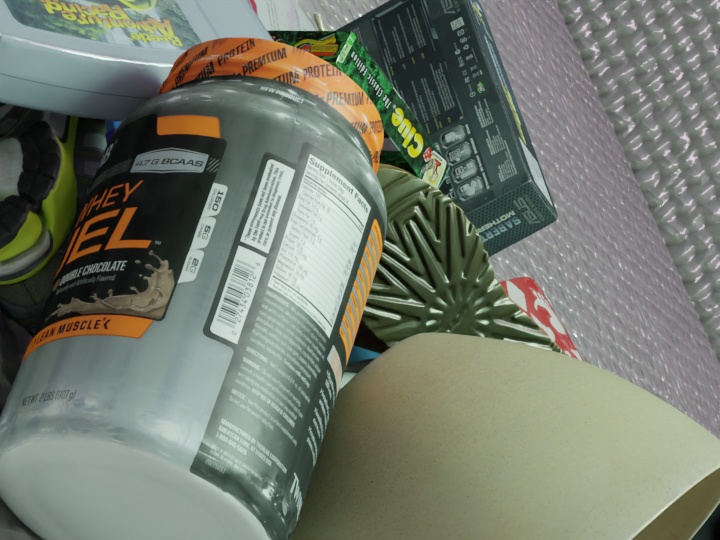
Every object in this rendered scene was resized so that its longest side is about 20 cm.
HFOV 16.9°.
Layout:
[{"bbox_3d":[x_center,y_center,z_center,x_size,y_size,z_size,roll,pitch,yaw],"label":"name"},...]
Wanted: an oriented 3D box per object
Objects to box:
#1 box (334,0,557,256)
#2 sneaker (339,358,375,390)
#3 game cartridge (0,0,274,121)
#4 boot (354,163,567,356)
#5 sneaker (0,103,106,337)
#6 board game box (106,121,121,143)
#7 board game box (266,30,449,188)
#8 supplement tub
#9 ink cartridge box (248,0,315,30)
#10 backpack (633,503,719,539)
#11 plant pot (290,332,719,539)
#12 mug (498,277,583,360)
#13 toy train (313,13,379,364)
[{"bbox_3d":[0.025,-0.080,1.546,0.051,0.157,0.201,49,19,-47],"label":"box"},{"bbox_3d":[-0.042,0.076,1.076,0.199,0.072,0.073,2,59,-47],"label":"sneaker"},{"bbox_3d":[-0.130,-0.118,1.052,0.199,0.041,0.134,3,44,-38],"label":"game cartridge"},{"bbox_3d":[0.000,0.000,1.173,0.175,0.066,0.200,52,-12,-30],"label":"boot"},{"bbox_3d":[-0.140,-0.039,1.065,0.201,0.073,0.081,-86,156,-55],"label":"sneaker"},{"bbox_3d":[-0.079,0.032,1.180,0.200,0.045,0.135,50,18,-44],"label":"board game box"},{"bbox_3d":[-0.063,-0.079,1.180,0.105,0.199,0.024,47,57,-44],"label":"board game box"},{"bbox_3d":[-0.061,0.014,0.964,0.123,0.122,0.201,51,45,-41],"label":"supplement tub"},{"bbox_3d":[-0.070,-0.109,1.400,0.200,0.085,0.148,55,15,-37],"label":"ink cartridge box"},{"bbox_3d":[0.158,0.154,1.189,0.167,0.127,0.199,36,18,31],"label":"backpack"},{"bbox_3d":[0.042,0.105,1.014,0.134,0.200,0.200,44,8,16],"label":"plant pot"},{"bbox_3d":[0.112,0.110,1.559,0.201,0.133,0.178,63,-5,16],"label":"mug"},{"bbox_3d":[-0.028,-0.029,1.323,0.201,0.115,0.085,61,3,-22],"label":"toy train"}]
